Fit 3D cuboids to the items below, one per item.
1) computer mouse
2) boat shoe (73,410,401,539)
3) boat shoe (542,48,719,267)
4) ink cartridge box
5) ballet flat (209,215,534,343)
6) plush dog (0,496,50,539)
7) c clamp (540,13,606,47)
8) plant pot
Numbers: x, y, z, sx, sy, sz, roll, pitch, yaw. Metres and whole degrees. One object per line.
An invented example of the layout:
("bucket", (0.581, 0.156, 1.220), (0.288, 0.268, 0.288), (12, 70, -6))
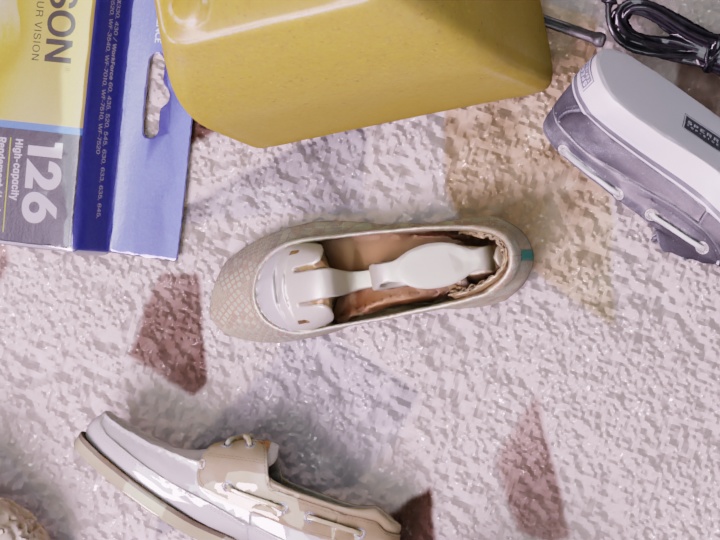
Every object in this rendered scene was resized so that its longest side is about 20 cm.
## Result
("computer mouse", (0.209, -0.203, 0.860), (0.139, 0.046, 0.202), (14, 102, 2))
("boat shoe", (-0.070, 0.129, 0.909), (0.199, 0.075, 0.069), (30, 90, 1))
("boat shoe", (0.189, -0.037, 0.860), (0.199, 0.072, 0.068), (35, 131, -6))
("ink cartridge box", (-0.200, -0.114, 0.938), (0.197, 0.047, 0.200), (6, 91, 12))
("ballet flat", (0.000, 0.000, 0.894), (0.198, 0.062, 0.068), (-11, 89, 11))
("plush dog", (-0.255, 0.209, 0.924), (0.171, 0.160, 0.201), (-41, 112, -5))
("c clamp", (0.084, -0.245, 0.896), (0.169, 0.027, 0.202), (15, 95, 15))
("plant pot", (-0.023, -0.176, 0.813), (0.192, 0.200, 0.198), (-10, 92, 17))
